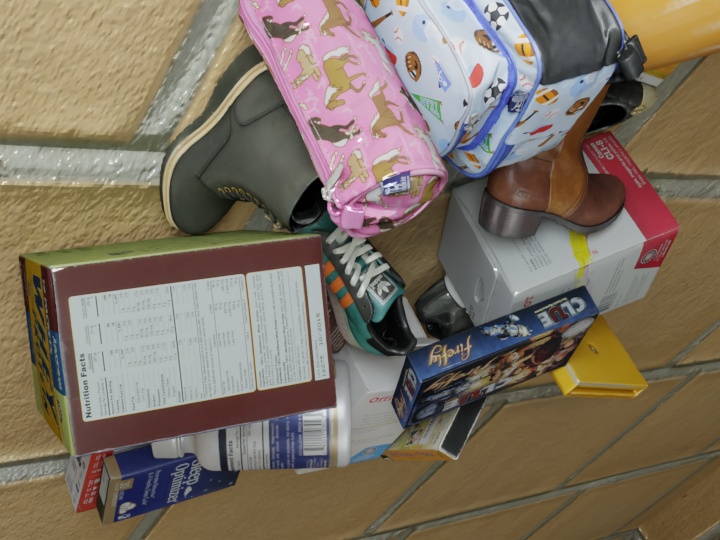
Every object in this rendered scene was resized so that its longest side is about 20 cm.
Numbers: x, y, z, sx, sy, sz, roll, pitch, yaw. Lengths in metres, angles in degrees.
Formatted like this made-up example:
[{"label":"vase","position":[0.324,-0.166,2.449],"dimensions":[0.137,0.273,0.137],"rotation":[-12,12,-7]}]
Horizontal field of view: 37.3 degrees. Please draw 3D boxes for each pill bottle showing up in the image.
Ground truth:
[{"label":"pill bottle","position":[-0.111,0.148,1.093],"dimensions":[0.199,0.111,0.111],"rotation":[-1,148,-4]}]

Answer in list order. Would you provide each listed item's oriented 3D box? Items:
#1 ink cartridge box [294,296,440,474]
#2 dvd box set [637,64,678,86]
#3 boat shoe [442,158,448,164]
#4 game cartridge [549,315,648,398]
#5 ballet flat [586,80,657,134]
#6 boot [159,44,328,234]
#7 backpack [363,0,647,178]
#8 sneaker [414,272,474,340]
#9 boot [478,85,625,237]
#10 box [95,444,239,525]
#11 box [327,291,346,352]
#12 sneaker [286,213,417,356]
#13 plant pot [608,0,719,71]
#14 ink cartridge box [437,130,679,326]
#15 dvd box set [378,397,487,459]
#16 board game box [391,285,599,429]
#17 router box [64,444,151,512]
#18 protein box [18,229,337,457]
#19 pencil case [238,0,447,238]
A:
[{"label":"ink cartridge box","position":[-0.004,0.124,1.235],"dimensions":[0.128,0.126,0.200],"rotation":[-2,143,-40]},{"label":"dvd box set","position":[0.299,-0.259,0.970],"dimensions":[0.146,0.029,0.200],"rotation":[6,137,-47]},{"label":"boat shoe","position":[0.003,-0.129,0.880],"dimensions":[0.065,0.072,0.200],"rotation":[-25,151,22]},{"label":"game cartridge","position":[0.243,0.063,1.276],"dimensions":[0.176,0.200,0.032],"rotation":[10,132,-49]},{"label":"ballet flat","position":[0.211,-0.141,1.058],"dimensions":[0.199,0.057,0.067],"rotation":[-20,152,-15]},{"label":"boot","position":[-0.089,-0.060,0.838],"dimensions":[0.077,0.139,0.200],"rotation":[-6,146,-36]},{"label":"backpack","position":[0.089,-0.161,0.788],"dimensions":[0.154,0.201,0.191],"rotation":[-20,158,-11]},{"label":"sneaker","position":[0.127,0.053,1.307],"dimensions":[0.090,0.067,0.200],"rotation":[-32,151,18]},{"label":"boot","position":[0.204,-0.136,0.992],"dimensions":[0.188,0.069,0.201],"rotation":[-4,124,-29]},{"label":"box","position":[-0.200,0.227,1.228],"dimensions":[0.199,0.032,0.121],"rotation":[-14,149,-27]},{"label":"box","position":[-0.090,0.037,1.071],"dimensions":[0.199,0.075,0.100],"rotation":[-4,144,-41]},{"label":"sneaker","position":[0.000,0.000,1.006],"dimensions":[0.071,0.080,0.200],"rotation":[-45,126,-25]},{"label":"plant pot","position":[0.251,-0.242,0.807],"dimensions":[0.183,0.201,0.200],"rotation":[-25,156,29]},{"label":"ink cartridge box","position":[0.204,-0.027,1.148],"dimensions":[0.199,0.145,0.146],"rotation":[-21,152,-15]},{"label":"dvd box set","position":[0.090,0.164,1.308],"dimensions":[0.147,0.029,0.200],"rotation":[-60,-164,-22]},{"label":"board game box","position":[0.134,0.091,1.090],"dimensions":[0.199,0.035,0.136],"rotation":[-20,156,-15]},{"label":"router box","position":[-0.234,0.189,1.219],"dimensions":[0.179,0.049,0.200],"rotation":[-11,148,-29]},{"label":"protein box","position":[-0.151,0.046,0.846],"dimensions":[0.199,0.136,0.198],"rotation":[-7,-174,-23]},{"label":"pencil case","position":[-0.015,-0.125,0.736],"dimensions":[0.083,0.201,0.086],"rotation":[-30,163,18]}]
